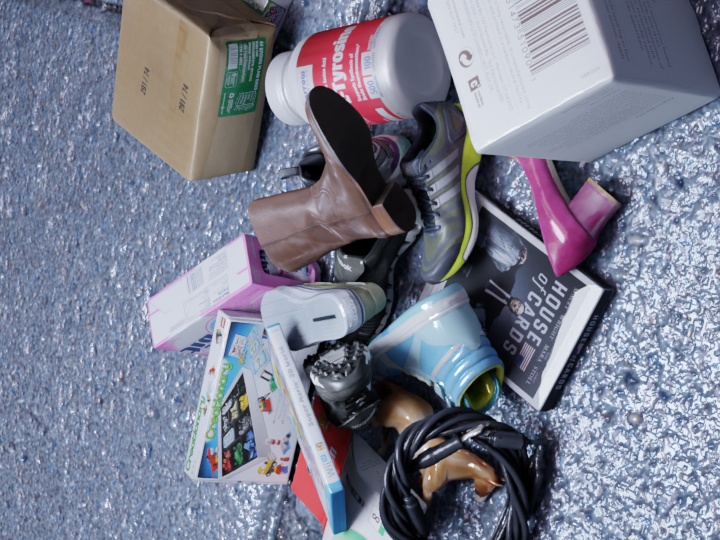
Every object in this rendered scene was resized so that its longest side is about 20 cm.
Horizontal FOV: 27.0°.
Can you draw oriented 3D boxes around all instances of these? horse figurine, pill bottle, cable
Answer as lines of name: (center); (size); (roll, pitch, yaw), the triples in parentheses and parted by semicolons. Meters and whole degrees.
horse figurine: (0.059, 0.191, 1.638); (0.201, 0.050, 0.133); (56, 131, 24)
pill bottle: (-0.007, -0.214, 1.657); (0.199, 0.112, 0.113); (-5, 87, 42)
cable: (0.098, 0.238, 1.542); (0.051, 0.162, 0.201); (-98, 23, -64)

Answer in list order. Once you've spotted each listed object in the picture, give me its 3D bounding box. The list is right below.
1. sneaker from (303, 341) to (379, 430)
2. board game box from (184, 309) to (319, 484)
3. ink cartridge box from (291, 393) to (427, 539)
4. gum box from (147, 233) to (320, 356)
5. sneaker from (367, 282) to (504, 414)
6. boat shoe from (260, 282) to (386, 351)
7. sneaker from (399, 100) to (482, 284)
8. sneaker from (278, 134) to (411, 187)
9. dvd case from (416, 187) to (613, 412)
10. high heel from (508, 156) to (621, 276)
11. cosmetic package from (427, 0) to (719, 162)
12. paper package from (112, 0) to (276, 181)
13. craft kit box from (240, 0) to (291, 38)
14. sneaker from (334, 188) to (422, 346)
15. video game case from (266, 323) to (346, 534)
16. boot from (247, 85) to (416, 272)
sneaker: (-0.011, 0.126, 1.580); (0.091, 0.066, 0.200); (62, 173, -4)
board game box: (-0.124, 0.149, 1.750); (0.035, 0.125, 0.202); (31, 111, 58)
ink cartridge box: (-0.020, 0.262, 1.683); (0.200, 0.050, 0.162); (41, 133, 32)
gum box: (-0.146, 0.032, 1.775); (0.199, 0.113, 0.067); (-32, 59, 37)
sneaker: (0.080, 0.106, 1.584); (0.131, 0.079, 0.200); (59, 154, 9)
boat shoe: (-0.042, 0.047, 1.635); (0.200, 0.062, 0.073); (-2, 103, 58)
sneaker: (0.077, -0.085, 1.575); (0.074, 0.080, 0.202); (-14, 68, 57)
sneaker: (-0.048, -0.093, 1.674); (0.200, 0.139, 0.078); (-40, 64, 34)
dvd case: (0.156, 0.029, 1.566); (0.200, 0.025, 0.151); (41, 116, 36)
high heel: (0.165, -0.086, 1.524); (0.200, 0.067, 0.096); (42, 97, 21)
cosmetic package: (0.202, -0.211, 1.408); (0.164, 0.199, 0.166); (-27, 72, 38)
paper package: (-0.204, -0.236, 1.814); (0.190, 0.103, 0.201); (38, 130, 35)
craft kit box: (-0.141, -0.407, 1.828); (0.200, 0.048, 0.198); (42, 114, 34)
sneaker: (0.000, 0.000, 1.664); (0.066, 0.090, 0.201); (36, 113, 37)
video game case: (-0.059, 0.173, 1.628); (0.143, 0.018, 0.201); (90, 159, -63)
boot: (-0.062, -0.089, 1.576); (0.199, 0.064, 0.187); (-14, 115, 43)
